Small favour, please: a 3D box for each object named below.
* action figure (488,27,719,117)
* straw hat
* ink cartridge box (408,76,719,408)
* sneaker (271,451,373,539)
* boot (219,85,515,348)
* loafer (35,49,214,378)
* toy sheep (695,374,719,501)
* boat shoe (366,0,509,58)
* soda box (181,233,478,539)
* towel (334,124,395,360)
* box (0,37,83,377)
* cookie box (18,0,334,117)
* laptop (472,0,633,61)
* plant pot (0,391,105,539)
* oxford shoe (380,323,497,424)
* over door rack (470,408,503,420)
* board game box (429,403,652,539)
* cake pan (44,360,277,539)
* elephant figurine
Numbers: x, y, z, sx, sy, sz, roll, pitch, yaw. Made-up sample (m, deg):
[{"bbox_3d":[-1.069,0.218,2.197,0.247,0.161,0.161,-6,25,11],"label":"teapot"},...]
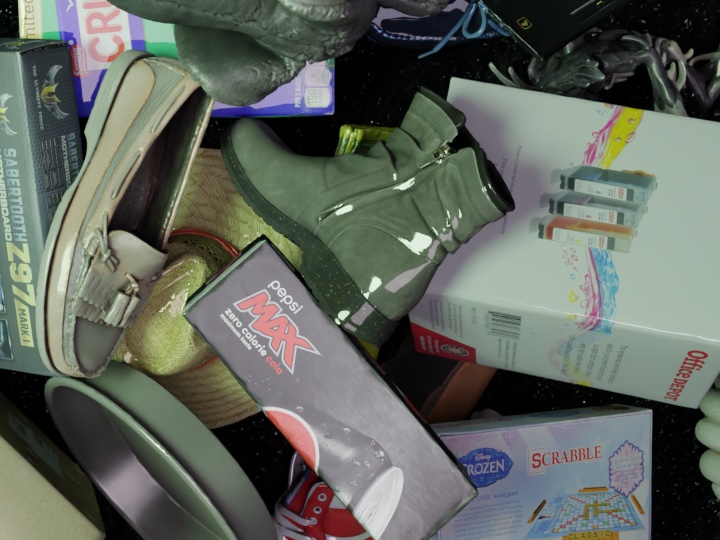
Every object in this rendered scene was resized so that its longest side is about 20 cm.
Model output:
[{"bbox_3d":[0.190,-0.118,0.876,0.198,0.119,0.103,-11,99,-13],"label":"action figure"},{"bbox_3d":[-0.120,0.024,0.838,0.199,0.085,0.204,2,100,11],"label":"straw hat"},{"bbox_3d":[0.140,-0.014,0.823,0.198,0.146,0.146,12,71,8],"label":"ink cartridge box"},{"bbox_3d":[-0.063,0.199,0.928,0.198,0.071,0.114,-19,110,-13],"label":"sneaker"},{"bbox_3d":[0.005,-0.059,0.769,0.131,0.200,0.068,-47,142,11],"label":"boot"},{"bbox_3d":[-0.137,-0.031,0.762,0.062,0.072,0.202,12,86,27],"label":"loafer"},{"bbox_3d":[0.307,0.119,0.942,0.137,0.138,0.202,20,93,-14],"label":"toy sheep"},{"bbox_3d":[0.096,-0.198,0.863,0.198,0.069,0.085,-18,106,-5],"label":"boat shoe"},{"bbox_3d":[-0.019,0.076,0.775,0.071,0.063,0.200,-40,97,-1],"label":"soda box"},{"bbox_3d":[0.000,0.000,0.896,0.086,0.018,0.202,-3,108,-50],"label":"towel"},{"bbox_3d":[-0.245,-0.042,0.805,0.156,0.051,0.202,5,109,27],"label":"box"},{"bbox_3d":[-0.118,-0.188,0.824,0.198,0.075,0.173,-2,105,-9],"label":"cookie box"},{"bbox_3d":[0.109,-0.259,0.789,0.200,0.104,0.177,46,54,13],"label":"laptop"},{"bbox_3d":[-0.278,0.169,0.829,0.177,0.200,0.200,-45,107,-7],"label":"plant pot"},{"bbox_3d":[0.075,0.056,0.932,0.200,0.071,0.071,-51,138,0],"label":"oxford shoe"},{"bbox_3d":[0.094,0.221,0.940,0.148,0.066,0.201,-47,116,-23],"label":"over door rack"},{"bbox_3d":[0.120,0.201,0.891,0.198,0.041,0.202,0,92,-34],"label":"board game box"},{"bbox_3d":[-0.128,0.138,0.850,0.037,0.200,0.201,-42,108,-27],"label":"cake pan"},{"bbox_3d":[-0.049,-0.165,0.728,0.199,0.141,0.156,36,90,-13],"label":"elephant figurine"}]
